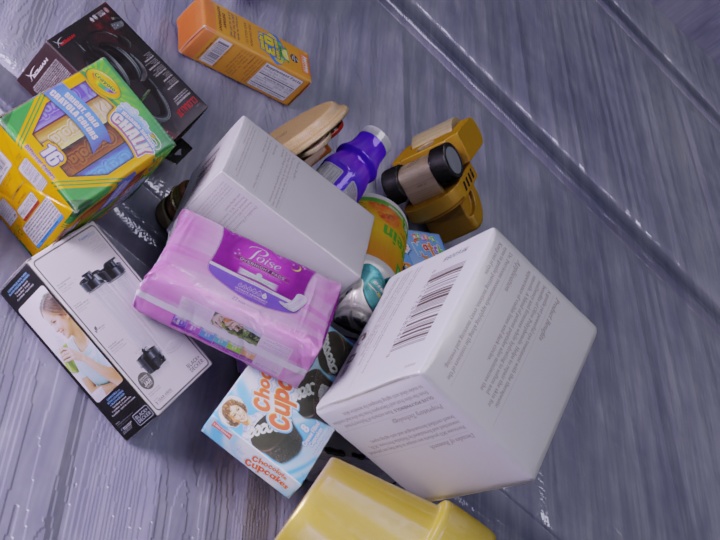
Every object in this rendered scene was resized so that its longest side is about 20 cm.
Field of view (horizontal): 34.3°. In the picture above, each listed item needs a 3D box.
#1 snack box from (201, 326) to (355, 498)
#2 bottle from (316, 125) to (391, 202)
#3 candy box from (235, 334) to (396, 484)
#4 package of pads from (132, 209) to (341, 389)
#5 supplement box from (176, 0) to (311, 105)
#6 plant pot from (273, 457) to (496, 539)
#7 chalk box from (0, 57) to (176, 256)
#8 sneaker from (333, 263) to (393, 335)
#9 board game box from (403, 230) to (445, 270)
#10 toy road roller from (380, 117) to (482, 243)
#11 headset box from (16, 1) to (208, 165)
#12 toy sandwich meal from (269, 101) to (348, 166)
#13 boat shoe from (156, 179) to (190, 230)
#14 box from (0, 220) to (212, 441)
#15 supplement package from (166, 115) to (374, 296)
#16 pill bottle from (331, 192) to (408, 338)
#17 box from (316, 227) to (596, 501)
[{"bbox_3d":[-0.073,0.133,1.251,0.116,0.037,0.201,37,44,-3],"label":"snack box"},{"bbox_3d":[-0.033,-0.107,1.515,0.065,0.084,0.201,33,64,11],"label":"bottle"},{"bbox_3d":[-0.041,0.158,1.364,0.199,0.071,0.169,18,46,-42],"label":"candy box"},{"bbox_3d":[-0.127,0.027,1.227,0.198,0.076,0.121,26,42,-6],"label":"package of pads"},{"bbox_3d":[-0.163,-0.311,1.663,0.199,0.069,0.067,23,44,-40],"label":"supplement box"},{"bbox_3d":[0.009,0.300,1.199,0.188,0.202,0.201,35,33,4],"label":"plant pot"},{"bbox_3d":[-0.291,-0.127,1.239,0.124,0.125,0.200,50,48,-2],"label":"chalk box"},{"bbox_3d":[0.039,0.050,1.386,0.200,0.077,0.081,38,67,-62],"label":"sneaker"},{"bbox_3d":[0.096,0.033,1.682,0.150,0.036,0.202,7,55,-48],"label":"board game box"},{"bbox_3d":[0.130,-0.134,1.815,0.147,0.122,0.200,59,31,-17],"label":"toy road roller"},{"bbox_3d":[-0.286,-0.204,1.402,0.200,0.077,0.149,45,33,-9],"label":"headset box"},{"bbox_3d":[-0.088,-0.138,1.479,0.071,0.204,0.206,57,31,-15],"label":"toy sandwich meal"},{"bbox_3d":[-0.150,-0.045,1.425,0.199,0.068,0.073,26,40,-35],"label":"boat shoe"},{"bbox_3d":[-0.259,0.059,1.200,0.201,0.060,0.117,50,33,-4],"label":"box"},{"bbox_3d":[-0.098,-0.052,1.329,0.199,0.117,0.118,37,36,-18],"label":"supplement package"},{"bbox_3d":[0.000,0.000,1.527,0.111,0.111,0.201,37,36,-21],"label":"pill bottle"},{"bbox_3d":[0.101,0.104,1.220,0.171,0.199,0.200,41,55,-15],"label":"box"}]
